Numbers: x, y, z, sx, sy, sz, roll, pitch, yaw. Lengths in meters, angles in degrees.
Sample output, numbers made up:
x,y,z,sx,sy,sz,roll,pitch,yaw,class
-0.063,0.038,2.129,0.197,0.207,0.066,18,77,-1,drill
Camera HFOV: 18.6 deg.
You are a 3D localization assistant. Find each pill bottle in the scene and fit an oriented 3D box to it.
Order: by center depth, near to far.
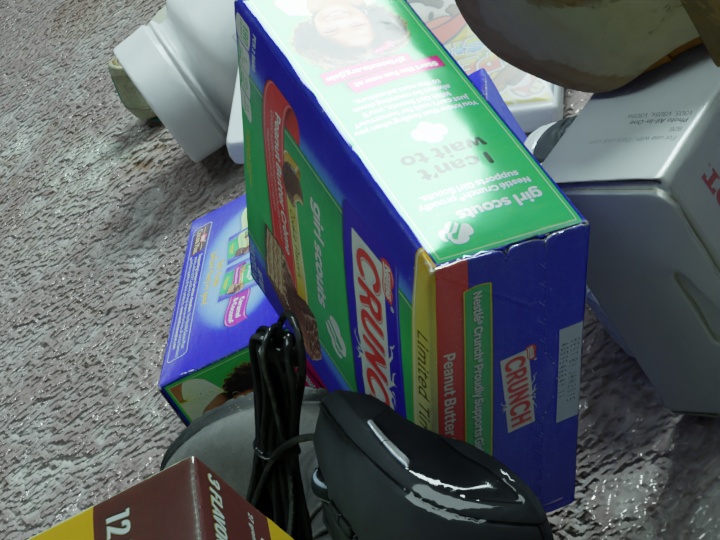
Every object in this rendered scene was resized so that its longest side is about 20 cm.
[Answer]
x,y,z,sx,sy,sz,roll,pitch,yaw,class
-0.058,-0.168,1.467,0.200,0.113,0.113,-36,28,1,pill bottle

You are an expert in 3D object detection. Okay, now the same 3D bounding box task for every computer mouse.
x,y,z,sx,sy,sz,roll,pitch,yaw,class
0.000,0.116,0.893,0.046,0.141,0.200,-15,32,-33,computer mouse

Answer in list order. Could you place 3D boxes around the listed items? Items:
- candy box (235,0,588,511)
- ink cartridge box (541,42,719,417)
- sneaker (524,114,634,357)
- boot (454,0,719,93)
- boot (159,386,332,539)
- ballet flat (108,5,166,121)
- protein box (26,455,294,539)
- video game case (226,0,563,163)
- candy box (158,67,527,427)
x,y,z,sx,sy,sz,roll,pitch,yaw,class
0.019,-0.008,0.963,0.077,0.169,0.200,-19,45,-19,candy box
0.182,-0.052,0.980,0.087,0.145,0.200,-2,43,48,ink cartridge box
0.147,-0.041,1.078,0.114,0.076,0.200,-33,25,13,sneaker
0.146,-0.144,0.946,0.144,0.071,0.201,-43,30,-26,boot
-0.023,0.117,1.041,0.200,0.070,0.132,-22,33,26,boot
-0.097,-0.187,1.596,0.200,0.062,0.067,-41,28,-8,ballet flat
-0.082,0.206,0.806,0.200,0.199,0.135,-28,45,17,protein box
0.025,-0.147,1.330,0.199,0.023,0.182,-5,50,13,video game case
0.000,0.000,1.184,0.200,0.077,0.169,-27,28,20,candy box
